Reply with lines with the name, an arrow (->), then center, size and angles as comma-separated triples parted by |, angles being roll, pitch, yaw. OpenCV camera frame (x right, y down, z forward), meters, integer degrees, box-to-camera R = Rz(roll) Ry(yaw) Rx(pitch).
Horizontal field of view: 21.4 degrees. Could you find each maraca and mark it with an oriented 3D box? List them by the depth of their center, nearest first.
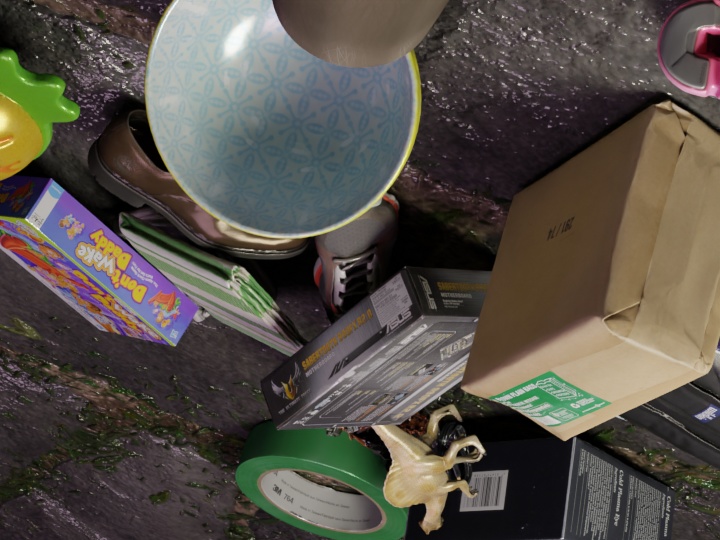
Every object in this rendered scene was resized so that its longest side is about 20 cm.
maraca -> -0.308, -0.131, 1.541 | 0.137, 0.108, 0.200 | 26, 152, -29

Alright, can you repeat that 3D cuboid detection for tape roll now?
tape roll -> -0.036, 0.232, 2.083 | 0.199, 0.048, 0.201 | 14, 152, 8

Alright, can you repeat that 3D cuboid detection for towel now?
towel -> -0.119, 0.020, 1.683 | 0.152, 0.023, 0.200 | 24, 167, 34

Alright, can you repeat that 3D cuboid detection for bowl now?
bowl -> -0.044, -0.131, 1.362 | 0.199, 0.202, 0.108 | 12, -166, 12

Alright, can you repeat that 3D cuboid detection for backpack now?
backpack -> 0.299, 0.079, 1.505 | 0.199, 0.151, 0.177 | 32, 152, -10

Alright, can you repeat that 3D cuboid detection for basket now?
basket -> 0.006, -0.223, 1.175 | 0.179, 0.137, 0.200 | 14, 155, -2

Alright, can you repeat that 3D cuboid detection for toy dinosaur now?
toy dinosaur -> 0.059, 0.173, 1.759 | 0.201, 0.101, 0.058 | 59, 174, -35
toy dinosaur -> 0.012, 0.129, 1.854 | 0.199, 0.103, 0.135 | -8, -169, -41

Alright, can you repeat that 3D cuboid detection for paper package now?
paper package -> 0.181, 0.006, 1.404 | 0.103, 0.192, 0.200 | 28, 152, -17

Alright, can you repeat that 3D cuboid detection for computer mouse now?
computer mouse -> 0.067, 0.130, 1.790 | 0.034, 0.059, 0.201 | 8, 136, 45

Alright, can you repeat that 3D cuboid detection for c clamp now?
c clamp -> -0.166, -0.004, 1.766 | 0.170, 0.027, 0.200 | 7, 150, 21

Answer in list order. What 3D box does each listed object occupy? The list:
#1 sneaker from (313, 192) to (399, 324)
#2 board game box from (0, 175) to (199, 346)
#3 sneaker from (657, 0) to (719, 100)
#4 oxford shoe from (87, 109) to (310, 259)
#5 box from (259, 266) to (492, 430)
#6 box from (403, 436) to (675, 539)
sneaker -> 0.000, 0.000, 1.597 | 0.076, 0.082, 0.200 | -8, 156, -2
board game box -> -0.260, -0.011, 1.748 | 0.134, 0.045, 0.200 | 7, 151, 51
sneaker -> 0.295, -0.130, 1.244 | 0.199, 0.080, 0.095 | 12, 173, 13
oxford shoe -> -0.123, -0.070, 1.581 | 0.199, 0.073, 0.084 | 24, 142, -17
box -> 0.036, 0.067, 1.616 | 0.158, 0.049, 0.200 | 1, 149, -45
box -> 0.179, 0.245, 1.886 | 0.199, 0.105, 0.182 | -9, 153, 41
